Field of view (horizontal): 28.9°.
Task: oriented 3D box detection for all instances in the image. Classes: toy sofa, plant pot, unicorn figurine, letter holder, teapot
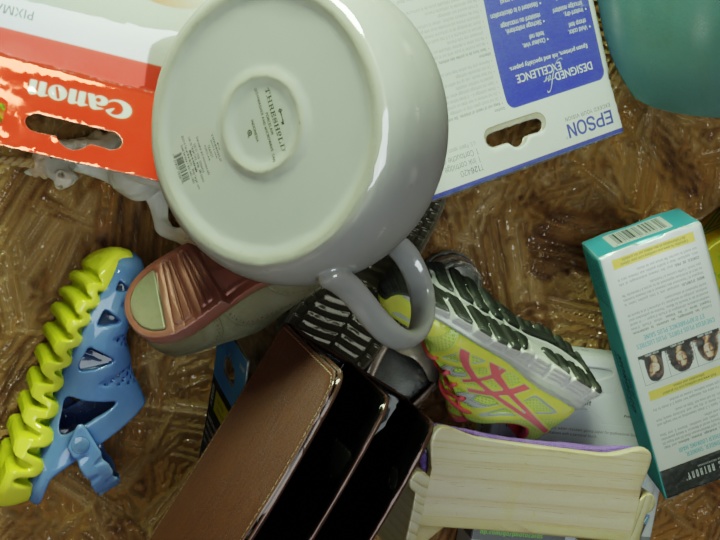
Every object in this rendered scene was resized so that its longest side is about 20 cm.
[{"bbox_3d":[0.109,0.156,1.016,0.198,0.083,0.099,8,98,-21],"label":"toy sofa"},{"bbox_3d":[0.256,-0.201,0.987,0.198,0.201,0.163,-6,113,-13],"label":"plant pot"},{"bbox_3d":[-0.137,-0.084,0.955,0.200,0.074,0.137,-43,63,-16],"label":"unicorn figurine"},{"bbox_3d":[-0.044,0.154,0.846,0.100,0.142,0.201,33,90,-18],"label":"letter holder"},{"bbox_3d":[-0.019,-0.081,0.852,0.196,0.146,0.202,27,104,28],"label":"teapot"}]

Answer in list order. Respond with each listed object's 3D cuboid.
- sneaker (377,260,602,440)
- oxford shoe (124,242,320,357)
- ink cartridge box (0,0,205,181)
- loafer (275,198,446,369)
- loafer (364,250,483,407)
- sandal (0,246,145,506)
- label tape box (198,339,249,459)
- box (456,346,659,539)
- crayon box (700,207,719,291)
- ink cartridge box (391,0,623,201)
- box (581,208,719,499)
[{"bbox_3d":[0.081,0.069,0.999,0.199,0.078,0.090,33,110,-27],"label":"sneaker"},{"bbox_3d":[-0.060,-0.004,0.941,0.198,0.074,0.071,-24,64,-1],"label":"oxford shoe"},{"bbox_3d":[-0.170,-0.164,0.898,0.160,0.050,0.202,12,56,-14],"label":"ink cartridge box"},{"bbox_3d":[0.000,0.000,1.021,0.075,0.068,0.201,29,108,-12],"label":"loafer"},{"bbox_3d":[0.031,0.078,1.042,0.072,0.063,0.201,36,90,-16],"label":"loafer"},{"bbox_3d":[-0.190,0.080,0.986,0.086,0.080,0.202,18,103,-20],"label":"sandal"},{"bbox_3d":[-0.077,0.149,0.985,0.063,0.144,0.202,9,98,-15],"label":"label tape box"},{"bbox_3d":[0.162,0.162,1.102,0.154,0.041,0.202,6,99,-15],"label":"box"},{"bbox_3d":[0.319,0.007,1.108,0.199,0.051,0.128,-34,106,-6],"label":"crayon box"},{"bbox_3d":[0.079,-0.167,0.970,0.196,0.047,0.202,-20,102,-30],"label":"ink cartridge box"},{"bbox_3d":[0.235,0.063,1.048,0.081,0.049,0.202,-19,106,-2],"label":"box"}]
